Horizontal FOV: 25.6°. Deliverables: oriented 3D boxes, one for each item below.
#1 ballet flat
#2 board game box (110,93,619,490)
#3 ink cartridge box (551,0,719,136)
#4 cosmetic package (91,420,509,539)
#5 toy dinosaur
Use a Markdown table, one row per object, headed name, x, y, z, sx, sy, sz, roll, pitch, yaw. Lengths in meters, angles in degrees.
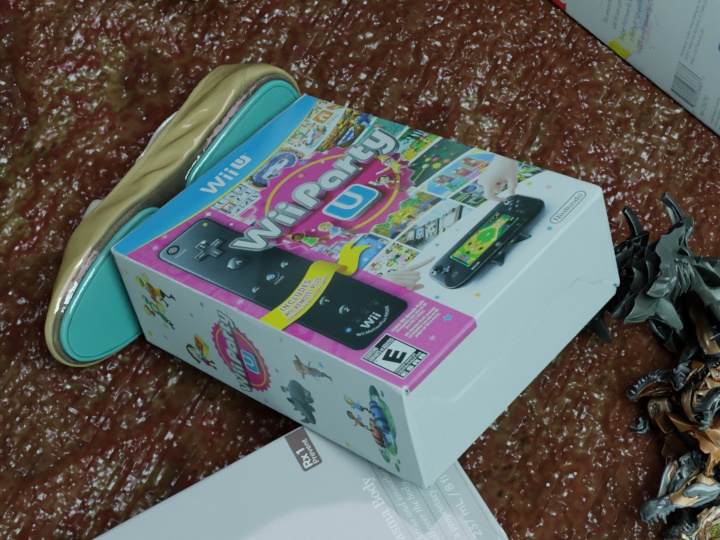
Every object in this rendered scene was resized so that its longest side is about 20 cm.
| name | x | y | z | sx | sy | sz | roll | pitch | yaw |
| --- | --- | --- | --- | --- | --- | --- | --- | --- | --- |
| ballet flat | -0.107 | -0.033 | 0.846 | 0.063 | 0.069 | 0.200 | 21 | 62 | 40 |
| board game box | 0.000 | 0.000 | 0.762 | 0.199 | 0.065 | 0.147 | 21 | 52 | 40 |
| ink cartridge box | 0.165 | -0.168 | 0.862 | 0.067 | 0.116 | 0.200 | -43 | 72 | -16 |
| cosmetic package | -0.042 | 0.148 | 0.741 | 0.199 | 0.090 | 0.107 | -28 | 66 | -15 |
| toy dinosaur | 0.178 | 0.034 | 0.800 | 0.135 | 0.102 | 0.201 | 30 | 53 | -11 |
